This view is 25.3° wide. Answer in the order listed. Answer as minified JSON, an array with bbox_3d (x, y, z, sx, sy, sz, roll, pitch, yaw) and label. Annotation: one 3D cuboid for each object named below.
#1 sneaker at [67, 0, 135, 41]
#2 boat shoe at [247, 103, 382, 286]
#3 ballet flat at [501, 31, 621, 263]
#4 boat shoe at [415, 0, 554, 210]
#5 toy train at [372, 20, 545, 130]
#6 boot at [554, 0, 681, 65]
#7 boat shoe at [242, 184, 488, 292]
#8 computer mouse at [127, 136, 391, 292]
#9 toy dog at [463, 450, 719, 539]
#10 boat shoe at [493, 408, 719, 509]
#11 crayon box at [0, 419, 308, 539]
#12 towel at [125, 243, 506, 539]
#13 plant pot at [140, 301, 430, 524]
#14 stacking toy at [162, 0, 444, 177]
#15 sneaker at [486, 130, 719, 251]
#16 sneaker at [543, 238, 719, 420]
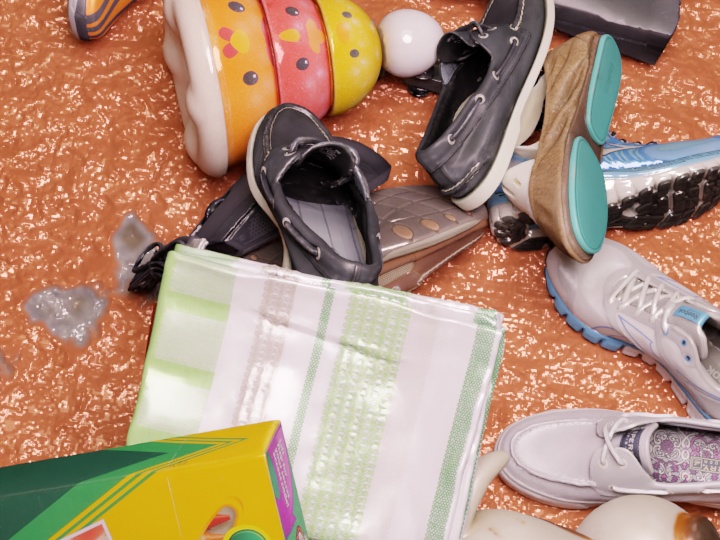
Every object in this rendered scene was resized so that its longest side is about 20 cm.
[{"bbox_3d":[-0.141,-0.249,1.215,0.111,0.078,0.201,20,68,7],"label":"sneaker"},{"bbox_3d":[-0.025,-0.048,1.006,0.074,0.066,0.200,10,43,-17],"label":"boat shoe"},{"bbox_3d":[0.135,-0.083,1.103,0.072,0.068,0.201,-11,51,29],"label":"ballet flat"},{"bbox_3d":[0.082,-0.141,1.134,0.066,0.074,0.201,30,65,-22],"label":"boat shoe"},{"bbox_3d":[0.058,-0.153,1.207,0.199,0.034,0.046,16,64,4],"label":"toy train"},{"bbox_3d":[0.161,-0.262,1.239,0.199,0.066,0.166,16,75,7],"label":"boot"},{"bbox_3d":[0.000,0.000,1.121,0.199,0.072,0.076,-22,38,-19],"label":"boat shoe"},{"bbox_3d":[-0.070,-0.048,1.112,0.199,0.138,0.053,-28,98,-22],"label":"computer mouse"},{"bbox_3d":[0.130,0.203,1.002,0.199,0.139,0.195,-9,81,-33],"label":"toy dog"},{"bbox_3d":[0.187,0.125,1.069,0.198,0.069,0.072,9,67,11],"label":"boat shoe"},{"bbox_3d":[-0.107,0.198,0.888,0.171,0.058,0.202,-10,103,12],"label":"crayon box"},{"bbox_3d":[-0.027,0.076,0.900,0.198,0.031,0.150,13,87,4],"label":"towel"},{"bbox_3d":[-0.046,0.144,1.001,0.198,0.200,0.178,15,80,4],"label":"plant pot"},{"bbox_3d":[-0.036,-0.156,1.146,0.198,0.146,0.147,-13,68,-11],"label":"stacking toy"},{"bbox_3d":[0.185,-0.081,1.160,0.198,0.079,0.091,-9,64,-7],"label":"sneaker"},{"bbox_3d":[0.215,0.033,1.107,0.200,0.087,0.075,38,72,14],"label":"sneaker"}]
